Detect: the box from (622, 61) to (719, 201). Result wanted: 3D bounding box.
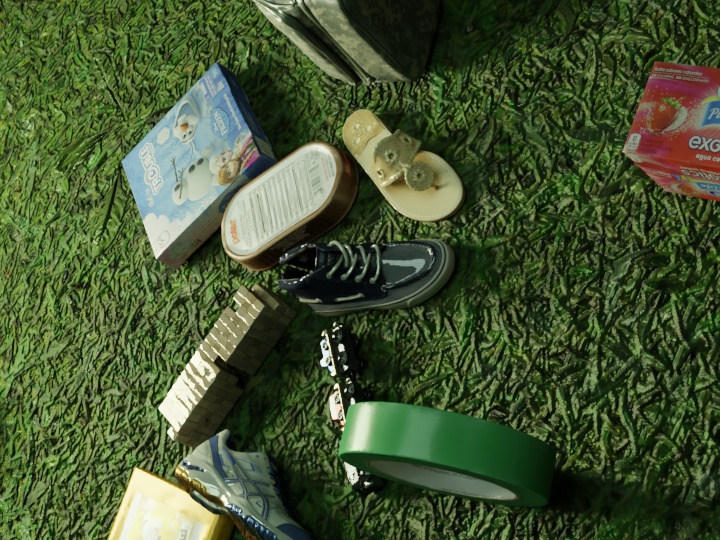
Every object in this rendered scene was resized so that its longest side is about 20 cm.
[{"bbox_3d":[0.352,-0.116,1.145,0.198,0.099,0.097,16,80,43],"label":"box"}]

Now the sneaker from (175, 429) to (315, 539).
[{"bbox_3d":[-0.111,0.241,1.386,0.199,0.076,0.088,32,62,29],"label":"sneaker"}]

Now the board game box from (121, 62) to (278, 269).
[{"bbox_3d":[-0.214,-0.139,1.666,0.199,0.043,0.201,-43,47,17],"label":"board game box"}]

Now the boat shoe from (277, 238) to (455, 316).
[{"bbox_3d":[0.000,0.000,1.390,0.198,0.092,0.076,-18,59,33],"label":"boat shoe"}]

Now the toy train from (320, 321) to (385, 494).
[{"bbox_3d":[-0.011,0.147,1.376,0.046,0.034,0.202,-38,50,36],"label":"toy train"}]

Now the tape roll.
[{"bbox_3d":[0.080,0.171,1.172,0.198,0.200,0.049,-1,69,39],"label":"tape roll"}]

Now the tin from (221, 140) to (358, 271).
[{"bbox_3d":[-0.089,-0.080,1.541,0.199,0.042,0.113,-32,49,25],"label":"tin"}]

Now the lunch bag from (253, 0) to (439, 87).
[{"bbox_3d":[-0.023,-0.308,1.484,0.166,0.200,0.141,5,71,37],"label":"lunch bag"}]

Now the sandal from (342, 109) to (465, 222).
[{"bbox_3d":[0.029,-0.128,1.441,0.078,0.069,0.212,-52,47,8],"label":"sandal"}]

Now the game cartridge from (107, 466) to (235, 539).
[{"bbox_3d":[-0.240,0.348,1.473,0.175,0.032,0.203,13,78,43],"label":"game cartridge"}]

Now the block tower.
[{"bbox_3d":[-0.160,0.111,1.500,0.058,0.054,0.201,38,95,44],"label":"block tower"}]
